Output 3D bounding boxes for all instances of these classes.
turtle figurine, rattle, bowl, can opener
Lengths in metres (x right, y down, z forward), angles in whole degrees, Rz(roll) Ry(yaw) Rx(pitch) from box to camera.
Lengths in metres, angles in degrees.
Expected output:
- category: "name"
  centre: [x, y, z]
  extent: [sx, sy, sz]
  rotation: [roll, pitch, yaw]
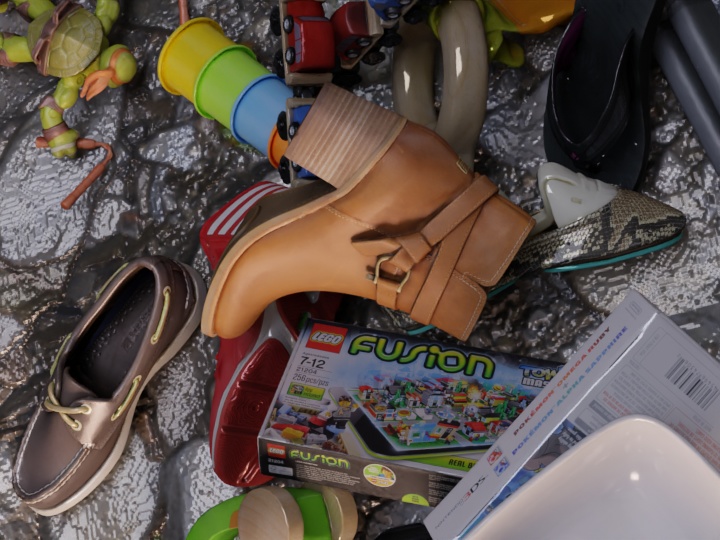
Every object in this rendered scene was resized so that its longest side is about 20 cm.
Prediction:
- category: "turtle figurine"
  centre: [-0.223, -0.157, 1.388]
  extent: [0.160, 0.064, 0.201]
  rotation: [21, 88, 25]
- category: "rattle"
  centre: [0.086, -0.091, 1.262]
  extent: [0.130, 0.142, 0.202]
  rotation: [1, 95, 55]
- category: "bowl"
  centre: [0.136, 0.202, 1.015]
  extent: [0.200, 0.075, 0.200]
  rotation: [-40, 83, -5]
- category: "can opener"
  centre: [0.196, -0.147, 1.208]
  extent: [0.201, 0.066, 0.053]
  rotation: [63, 149, 17]

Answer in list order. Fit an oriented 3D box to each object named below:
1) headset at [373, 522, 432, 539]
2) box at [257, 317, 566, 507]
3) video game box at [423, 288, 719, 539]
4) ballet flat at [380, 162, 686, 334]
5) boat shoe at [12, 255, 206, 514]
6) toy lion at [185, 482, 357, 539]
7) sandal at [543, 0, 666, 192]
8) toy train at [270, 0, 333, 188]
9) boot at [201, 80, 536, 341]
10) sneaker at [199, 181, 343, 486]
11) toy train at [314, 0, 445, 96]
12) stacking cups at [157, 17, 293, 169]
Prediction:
- category: "headset"
  centre: [0.055, 0.211, 1.200]
  extent: [0.200, 0.094, 0.124]
  rotation: [-40, 68, 27]
- category: "box"
  centre: [0.047, 0.093, 1.180]
  extent: [0.198, 0.035, 0.110]
  rotation: [9, 44, 11]
- category: "video game box"
  centre: [0.167, 0.139, 1.099]
  extent: [0.182, 0.200, 0.047]
  rotation: [-49, 24, 4]
- category: "ballet flat"
  centre: [0.099, -0.023, 1.187]
  extent: [0.198, 0.068, 0.076]
  rotation: [-19, 107, 12]
- category: "boat shoe"
  centre: [-0.182, 0.077, 1.315]
  extent: [0.072, 0.059, 0.201]
  rotation: [37, 94, 25]
- category: "toy lion"
  centre: [-0.069, 0.246, 1.210]
  extent: [0.191, 0.068, 0.202]
  rotation: [-22, 78, 43]
- category: "sandal"
  centre: [0.145, -0.125, 1.190]
  extent: [0.075, 0.048, 0.202]
  rotation: [22, 118, 34]
- category: "toy train"
  centre: [-0.034, -0.142, 1.208]
  extent: [0.046, 0.034, 0.202]
  rotation: [-10, 82, 59]
- category: "boot"
  centre: [0.000, 0.000, 1.161]
  extent: [0.154, 0.074, 0.201]
  rotation: [32, 125, -4]
- category: "sneaker"
  centre: [-0.069, 0.036, 1.292]
  extent: [0.115, 0.078, 0.201]
  rotation: [36, 109, 55]
- category: "toy train"
  centre: [0.001, -0.157, 1.238]
  extent: [0.200, 0.045, 0.034]
  rotation: [144, 127, -61]
- category: "stacking cups"
  centre: [-0.053, -0.104, 1.290]
  extent: [0.200, 0.060, 0.061]
  rotation: [35, 94, 34]
